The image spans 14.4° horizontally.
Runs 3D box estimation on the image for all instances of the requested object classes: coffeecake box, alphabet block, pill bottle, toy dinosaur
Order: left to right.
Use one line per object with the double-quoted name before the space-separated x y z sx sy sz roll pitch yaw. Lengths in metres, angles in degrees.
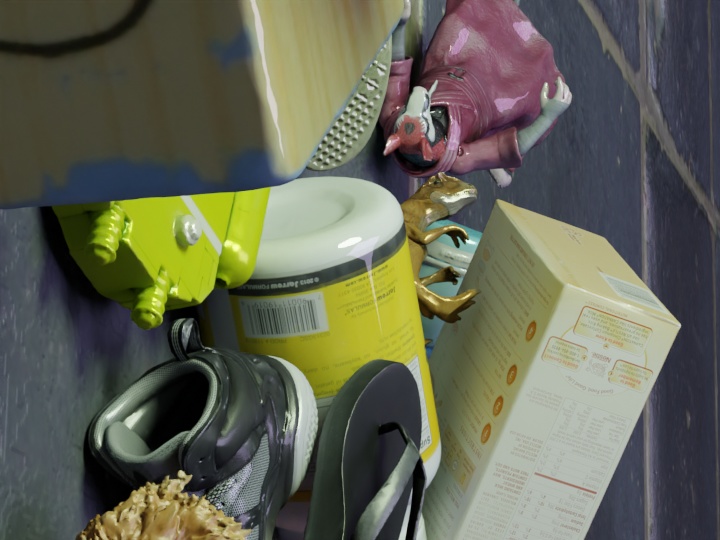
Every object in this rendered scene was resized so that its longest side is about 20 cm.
"alphabet block" -0.106 -0.151 1.057 0.197 0.194 0.201 -65 146 -63
"pill bottle" -0.019 0.062 1.449 0.112 0.112 0.201 -59 143 -63
"toy dinosaur" 0.000 0.000 1.537 0.106 0.060 0.200 48 35 17
"coffeecake box" 0.082 0.084 1.533 0.154 0.073 0.201 -121 -127 -69

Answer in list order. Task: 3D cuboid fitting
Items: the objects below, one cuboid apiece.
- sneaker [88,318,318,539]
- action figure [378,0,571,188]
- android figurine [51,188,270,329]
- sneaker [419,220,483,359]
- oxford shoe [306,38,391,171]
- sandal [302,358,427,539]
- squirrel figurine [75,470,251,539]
"sneaker" -0.081 0.122 1.306 0.114 0.075 0.201 37 58 -55
"action figure" 0.051 -0.106 1.820 0.149 0.134 0.200 -53 174 36
"android figurine" -0.096 -0.065 1.313 0.201 0.041 0.182 -80 151 -42
"sneaker" 0.033 0.031 1.731 0.200 0.079 0.131 -69 178 -88
"oxford shoe" -0.027 -0.154 1.563 0.058 0.075 0.201 -145 -135 -63
"sandal" 0.003 0.133 1.341 0.076 0.043 0.201 58 39 -46
"squirrel figurine" -0.099 0.185 1.173 0.187 0.141 0.201 52 22 -46
